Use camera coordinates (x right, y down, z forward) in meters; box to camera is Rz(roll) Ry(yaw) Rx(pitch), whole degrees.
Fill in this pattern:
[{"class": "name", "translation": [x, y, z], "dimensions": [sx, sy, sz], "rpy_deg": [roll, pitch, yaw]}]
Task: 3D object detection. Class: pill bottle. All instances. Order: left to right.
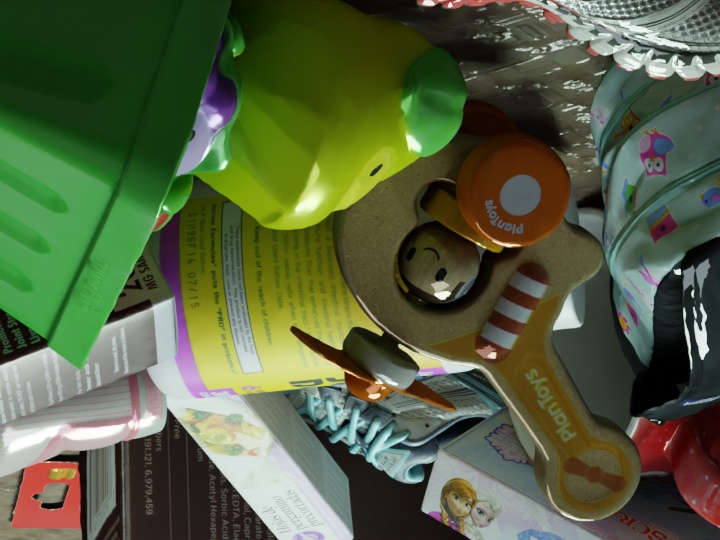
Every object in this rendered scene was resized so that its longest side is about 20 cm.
[{"class": "pill bottle", "translation": [0.000, 0.000, 1.336], "dimensions": [0.200, 0.104, 0.104], "rpy_deg": [-6, 159, 11]}]

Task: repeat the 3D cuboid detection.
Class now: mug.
[{"class": "mug", "translation": [0.192, 0.063, 1.442], "dimensions": [0.200, 0.178, 0.133], "rpy_deg": [5, 156, -30]}]

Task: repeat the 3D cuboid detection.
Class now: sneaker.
[{"class": "sneaker", "translation": [-0.175, 0.056, 1.434], "dimensions": [0.105, 0.075, 0.200], "rpy_deg": [-13, -173, -22]}, {"class": "sneaker", "translation": [0.010, 0.066, 1.540], "dimensions": [0.200, 0.086, 0.078], "rpy_deg": [3, 159, -13]}, {"class": "sneaker", "translation": [0.092, -0.124, 1.052], "dimensions": [0.200, 0.078, 0.082], "rpy_deg": [7, 156, -24]}]

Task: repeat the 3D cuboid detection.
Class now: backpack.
[{"class": "backpack", "translation": [0.168, -0.026, 1.248], "dimensions": [0.167, 0.127, 0.200], "rpy_deg": [-25, 159, 2]}]

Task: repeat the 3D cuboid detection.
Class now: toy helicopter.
[{"class": "toy helicopter", "translation": [0.054, 0.034, 1.250], "dimensions": [0.132, 0.200, 0.079], "rpy_deg": [-35, -157, -4]}]

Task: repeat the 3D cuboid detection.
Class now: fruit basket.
[{"class": "fruit basket", "translation": [-0.064, -0.053, 1.157], "dimensions": [0.215, 0.156, 0.216], "rpy_deg": [14, 156, 6]}]

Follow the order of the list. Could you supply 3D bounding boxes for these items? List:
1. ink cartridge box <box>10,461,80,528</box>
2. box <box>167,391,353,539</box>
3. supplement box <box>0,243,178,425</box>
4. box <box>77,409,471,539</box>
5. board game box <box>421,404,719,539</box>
[{"class": "ink cartridge box", "translation": [-0.119, 0.164, 1.849], "dimensions": [0.200, 0.050, 0.161], "rpy_deg": [0, 160, -11]}, {"class": "box", "translation": [-0.055, 0.084, 1.480], "dimensions": [0.039, 0.041, 0.200], "rpy_deg": [-14, 147, 14]}, {"class": "supplement box", "translation": [-0.191, 0.017, 1.259], "dimensions": [0.200, 0.109, 0.061], "rpy_deg": [-22, 154, -12]}, {"class": "box", "translation": [-0.052, 0.152, 1.651], "dimensions": [0.200, 0.164, 0.166], "rpy_deg": [2, 159, -13]}, {"class": "board game box", "translation": [0.166, 0.118, 1.476], "dimensions": [0.200, 0.041, 0.199], "rpy_deg": [28, -149, 23]}]
